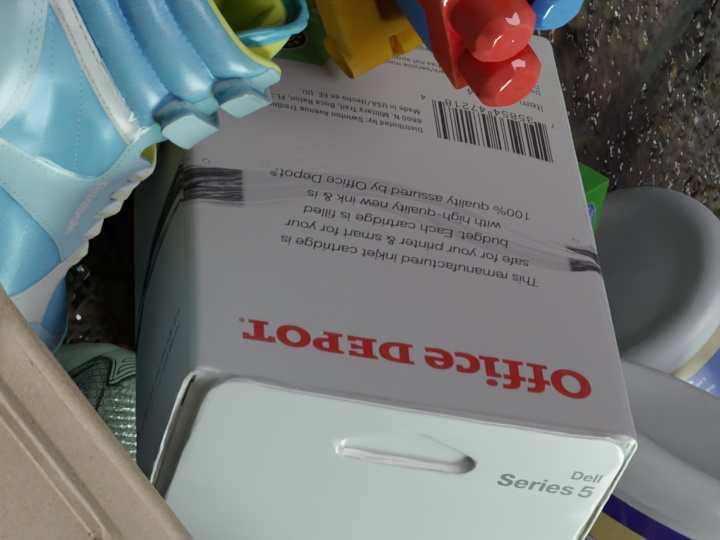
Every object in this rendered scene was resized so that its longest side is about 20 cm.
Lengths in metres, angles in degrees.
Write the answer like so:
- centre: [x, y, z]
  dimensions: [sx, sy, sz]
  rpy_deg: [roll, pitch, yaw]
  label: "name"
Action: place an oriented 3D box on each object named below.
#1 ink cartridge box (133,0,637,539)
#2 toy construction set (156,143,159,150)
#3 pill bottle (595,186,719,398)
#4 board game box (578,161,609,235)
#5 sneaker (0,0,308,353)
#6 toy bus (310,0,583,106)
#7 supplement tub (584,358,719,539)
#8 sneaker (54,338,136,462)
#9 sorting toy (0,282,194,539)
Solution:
- centre: [0.000, 0.000, 0.745]
  dimensions: [0.200, 0.145, 0.084]
  rpy_deg: [-95, -159, -45]
  label: "ink cartridge box"
- centre: [-0.133, -0.111, 0.700]
  dimensions: [0.200, 0.092, 0.131]
  rpy_deg: [33, 91, -41]
  label: "toy construction set"
- centre: [0.159, 0.060, 1.070]
  dimensions: [0.200, 0.116, 0.116]
  rpy_deg: [51, 54, -43]
  label: "pill bottle"
- centre: [0.015, 0.051, 0.882]
  dimensions: [0.200, 0.040, 0.153]
  rpy_deg: [-32, 143, -43]
  label: "board game box"
- centre: [-0.076, -0.037, 0.656]
  dimensions: [0.200, 0.130, 0.080]
  rpy_deg: [88, -17, -60]
  label: "sneaker"
- centre: [0.007, -0.153, 0.693]
  dimensions: [0.136, 0.192, 0.200]
  rpy_deg: [-28, 149, -6]
  label: "toy bus"
- centre: [0.100, 0.152, 0.928]
  dimensions: [0.145, 0.145, 0.200]
  rpy_deg: [5, 116, -53]
  label: "supplement tub"
- centre: [-0.110, 0.098, 0.725]
  dimensions: [0.200, 0.082, 0.078]
  rpy_deg: [-56, 150, -47]
  label: "sneaker"
- centre: [-0.112, 0.126, 0.597]
  dimensions: [0.185, 0.036, 0.200]
  rpy_deg: [-51, 121, -35]
  label: "sorting toy"
